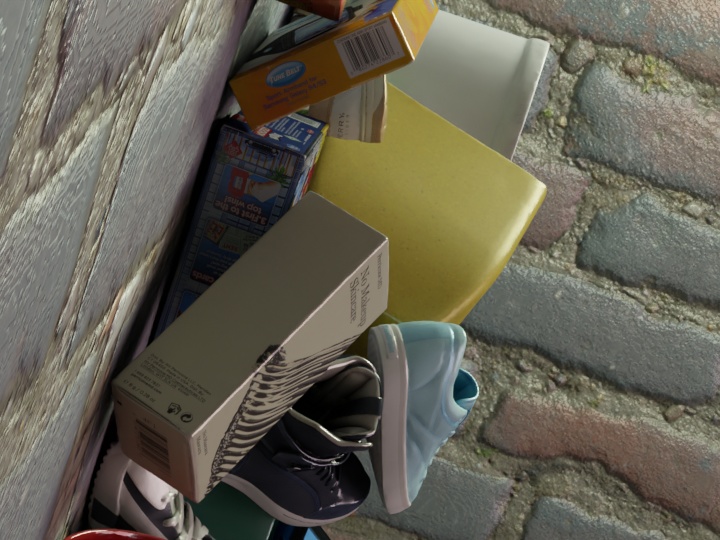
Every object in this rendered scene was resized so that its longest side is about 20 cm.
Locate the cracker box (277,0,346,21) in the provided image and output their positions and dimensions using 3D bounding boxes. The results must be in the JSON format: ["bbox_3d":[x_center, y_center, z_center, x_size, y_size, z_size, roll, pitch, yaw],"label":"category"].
[{"bbox_3d":[-0.004,-0.270,1.436,0.134,0.057,0.201,110,0,-84],"label":"cracker box"}]

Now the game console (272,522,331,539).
[{"bbox_3d":[-0.013,0.226,1.879,0.200,0.118,0.171,-79,-168,-72],"label":"game console"}]

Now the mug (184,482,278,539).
[{"bbox_3d":[-0.125,0.193,1.754,0.185,0.114,0.152,-68,178,-46],"label":"mug"}]

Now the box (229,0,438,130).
[{"bbox_3d":[-0.013,-0.155,1.546,0.200,0.119,0.042,-72,138,-71],"label":"box"}]

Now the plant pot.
[{"bbox_3d":[0.000,0.000,1.772,0.196,0.194,0.200,-54,-173,38],"label":"plant pot"}]

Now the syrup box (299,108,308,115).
[{"bbox_3d":[-0.020,-0.071,1.922,0.082,0.078,0.201,-69,160,-51],"label":"syrup box"}]

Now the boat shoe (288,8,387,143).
[{"bbox_3d":[-0.021,-0.183,1.729,0.074,0.069,0.201,96,-10,-51],"label":"boat shoe"}]

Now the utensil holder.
[{"bbox_3d":[0.046,-0.152,2.003,0.170,0.199,0.171,20,90,-88],"label":"utensil holder"}]

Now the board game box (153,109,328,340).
[{"bbox_3d":[-0.088,-0.008,1.577,0.200,0.061,0.201,-68,179,-80],"label":"board game box"}]

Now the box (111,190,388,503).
[{"bbox_3d":[-0.067,0.047,1.452,0.200,0.068,0.082,-45,154,-28],"label":"box"}]

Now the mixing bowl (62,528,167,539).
[{"bbox_3d":[-0.124,0.260,1.401,0.109,0.200,0.200,-60,-179,16],"label":"mixing bowl"}]

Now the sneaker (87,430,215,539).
[{"bbox_3d":[-0.118,0.178,1.520,0.080,0.129,0.200,-70,178,-71],"label":"sneaker"}]

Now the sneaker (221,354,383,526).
[{"bbox_3d":[-0.022,0.125,1.641,0.202,0.146,0.077,28,53,-46],"label":"sneaker"}]

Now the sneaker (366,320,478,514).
[{"bbox_3d":[0.048,0.112,1.688,0.200,0.082,0.074,92,-11,-53],"label":"sneaker"}]
